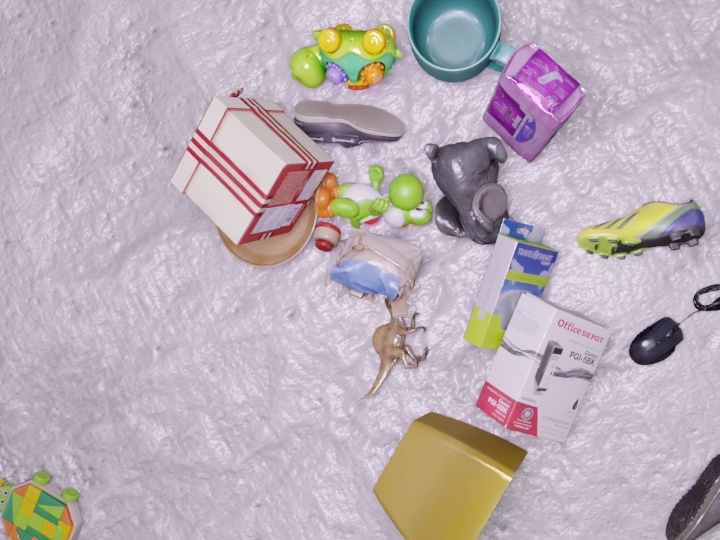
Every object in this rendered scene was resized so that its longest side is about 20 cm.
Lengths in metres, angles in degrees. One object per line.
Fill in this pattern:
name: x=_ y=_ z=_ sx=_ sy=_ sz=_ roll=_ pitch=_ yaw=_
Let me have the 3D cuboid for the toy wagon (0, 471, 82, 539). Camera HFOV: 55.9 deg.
toy wagon: x=-0.636 y=0.471 z=1.313 sx=0.198 sy=0.040 sz=0.157 roll=26 pitch=95 yaw=8

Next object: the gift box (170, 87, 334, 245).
gift box: x=-0.177 y=-0.167 z=1.107 sx=0.186 sy=0.199 sz=0.185 roll=43 pitch=111 yaw=12

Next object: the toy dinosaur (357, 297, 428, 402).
toy dinosaur: x=0.062 y=0.139 z=1.183 sx=0.100 sy=0.058 sz=0.204 roll=11 pitch=85 yaw=24

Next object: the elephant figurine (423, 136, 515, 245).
elephant figurine: x=0.191 y=-0.104 z=1.100 sx=0.152 sy=0.141 sz=0.204 roll=-9 pitch=86 yaw=5

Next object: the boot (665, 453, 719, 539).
boot: x=0.618 y=0.416 z=1.081 sx=0.199 sy=0.073 sz=0.183 roll=37 pitch=99 yaw=1

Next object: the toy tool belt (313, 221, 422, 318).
toy tool belt: x=0.000 y=0.000 z=1.138 sx=0.197 sy=0.125 sz=0.125 roll=15 pitch=72 yaw=10

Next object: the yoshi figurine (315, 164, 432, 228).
yoshi figurine: x=0.027 y=-0.130 z=1.150 sx=0.196 sy=0.112 sz=0.115 roll=8 pitch=86 yaw=7

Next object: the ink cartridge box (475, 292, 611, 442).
ink cartridge box: x=0.293 y=0.156 z=1.084 sx=0.145 sy=0.083 sz=0.203 roll=18 pitch=96 yaw=-31

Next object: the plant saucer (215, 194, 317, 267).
plant saucer: x=-0.165 y=-0.106 z=1.211 sx=0.196 sy=0.035 sz=0.204 roll=-1 pitch=88 yaw=15

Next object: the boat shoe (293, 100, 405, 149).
boat shoe: x=-0.020 y=-0.248 z=1.189 sx=0.196 sy=0.073 sz=0.063 roll=10 pitch=136 yaw=4

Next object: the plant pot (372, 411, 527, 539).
plant pot: x=0.137 y=0.343 z=1.103 sx=0.175 sy=0.200 sz=0.202 roll=32 pitch=96 yaw=19

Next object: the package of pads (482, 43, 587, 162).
package of pads: x=0.262 y=-0.255 z=1.055 sx=0.120 sy=0.200 sz=0.076 roll=43 pitch=85 yaw=7

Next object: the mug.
mug: x=0.162 y=-0.376 z=1.114 sx=0.150 sy=0.114 sz=0.187 roll=-26 pitch=87 yaw=9

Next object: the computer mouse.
computer mouse: x=0.525 y=0.087 z=1.100 sx=0.199 sy=0.034 sz=0.059 roll=-39 pitch=84 yaw=8

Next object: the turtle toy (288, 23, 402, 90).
turtle toy: x=-0.026 y=-0.360 z=1.146 sx=0.196 sy=0.146 sz=0.103 roll=4 pitch=114 yaw=10

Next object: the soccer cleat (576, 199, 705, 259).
soccer cleat: x=0.453 y=-0.072 z=1.106 sx=0.196 sy=0.065 sz=0.085 roll=-7 pitch=61 yaw=14

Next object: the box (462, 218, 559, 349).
box: x=0.246 y=0.027 z=1.095 sx=0.047 sy=0.121 sz=0.203 roll=29 pitch=106 yaw=46
